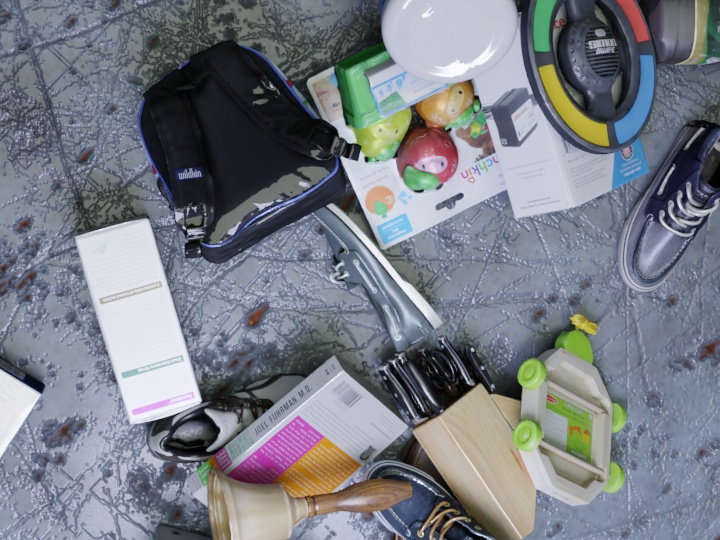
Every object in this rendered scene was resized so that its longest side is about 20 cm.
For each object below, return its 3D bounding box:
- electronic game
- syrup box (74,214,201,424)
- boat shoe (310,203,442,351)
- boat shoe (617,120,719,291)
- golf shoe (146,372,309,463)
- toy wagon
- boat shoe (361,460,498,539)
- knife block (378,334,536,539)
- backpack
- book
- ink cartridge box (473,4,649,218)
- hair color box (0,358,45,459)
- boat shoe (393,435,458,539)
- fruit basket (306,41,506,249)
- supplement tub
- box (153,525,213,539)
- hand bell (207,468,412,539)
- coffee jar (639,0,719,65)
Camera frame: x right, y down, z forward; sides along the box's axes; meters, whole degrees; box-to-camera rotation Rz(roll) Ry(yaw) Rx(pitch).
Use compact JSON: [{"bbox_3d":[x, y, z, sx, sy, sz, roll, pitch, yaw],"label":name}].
[{"bbox_3d":[0.229,-0.215,1.528,0.200,0.042,0.201,8,77,-41],"label":"electronic game"},{"bbox_3d":[-0.228,0.049,1.578,0.081,0.079,0.201,-15,97,-6],"label":"syrup box"},{"bbox_3d":[0.000,0.000,1.606,0.062,0.073,0.200,-42,96,2],"label":"boat shoe"},{"bbox_3d":[0.342,-0.069,1.635,0.074,0.093,0.200,23,91,-9],"label":"boat shoe"},{"bbox_3d":[-0.123,0.162,1.594,0.199,0.094,0.078,-17,94,-8],"label":"golf shoe"},{"bbox_3d":[0.223,0.145,1.632,0.155,0.040,0.201,29,57,-38],"label":"toy wagon"},{"bbox_3d":[0.089,0.263,1.561,0.200,0.091,0.071,40,77,3],"label":"boat shoe"},{"bbox_3d":[0.098,0.174,1.604,0.175,0.064,0.201,16,65,-21],"label":"knife block"},{"bbox_3d":[-0.124,-0.122,1.533,0.200,0.154,0.191,-29,78,-8],"label":"backpack"},{"bbox_3d":[-0.063,0.187,1.576,0.200,0.048,0.134,-39,136,6],"label":"book"},{"bbox_3d":[0.202,-0.172,1.581,0.145,0.084,0.201,-23,99,-42],"label":"ink cartridge box"},{"bbox_3d":[-0.419,0.180,1.573,0.100,0.061,0.200,33,89,-9],"label":"hair color box"},{"bbox_3d":[0.071,0.270,1.641,0.070,0.070,0.201,7,93,-6],"label":"boat shoe"},{"bbox_3d":[0.065,-0.147,1.594,0.185,0.094,0.200,-25,101,-5],"label":"fruit basket"},{"bbox_3d":[0.081,-0.290,1.502,0.131,0.200,0.132,-2,133,-2],"label":"supplement tub"},{"bbox_3d":[-0.134,0.383,1.557,0.198,0.200,0.172,16,92,-8],"label":"box"},{"bbox_3d":[-0.043,0.234,1.521,0.199,0.104,0.104,-7,96,-17],"label":"hand bell"},{"bbox_3d":[0.395,-0.259,1.621,0.199,0.104,0.086,0,94,-8],"label":"coffee jar"}]
